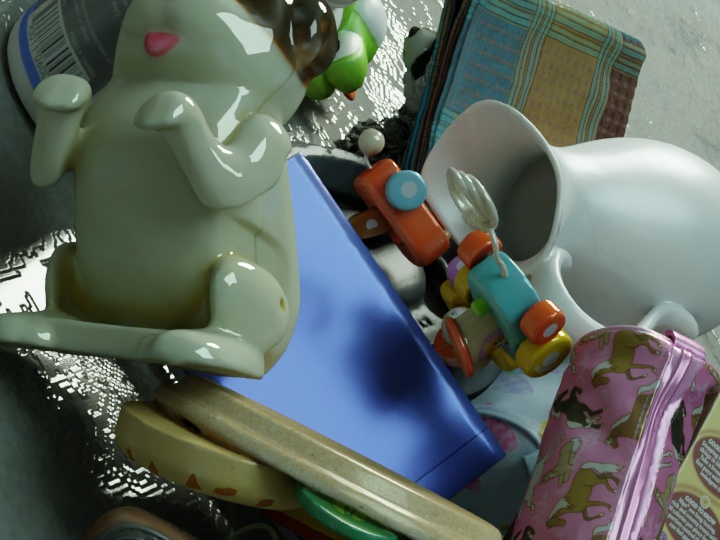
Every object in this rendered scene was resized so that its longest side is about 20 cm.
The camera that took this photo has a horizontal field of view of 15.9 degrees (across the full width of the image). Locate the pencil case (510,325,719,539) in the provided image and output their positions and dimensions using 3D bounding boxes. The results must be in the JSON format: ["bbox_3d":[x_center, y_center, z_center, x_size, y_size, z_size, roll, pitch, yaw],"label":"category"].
[{"bbox_3d":[0.120,0.122,1.296,0.083,0.086,0.200,62,39,-46],"label":"pencil case"}]

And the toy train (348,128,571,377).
[{"bbox_3d":[0.042,-0.001,1.392,0.150,0.056,0.200,55,-7,-11],"label":"toy train"}]

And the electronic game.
[{"bbox_3d":[0.000,0.000,1.483,0.200,0.042,0.200,24,36,-19],"label":"electronic game"}]

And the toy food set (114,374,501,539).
[{"bbox_3d":[-0.016,0.109,1.239,0.198,0.049,0.200,27,-3,10],"label":"toy food set"}]

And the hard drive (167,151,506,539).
[{"bbox_3d":[-0.026,0.052,1.372,0.132,0.025,0.200,-35,91,-30],"label":"hard drive"}]

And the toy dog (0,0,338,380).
[{"bbox_3d":[-0.073,-0.050,1.250,0.194,0.140,0.200,11,86,-49],"label":"toy dog"}]

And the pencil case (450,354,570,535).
[{"bbox_3d":[0.113,0.083,1.541,0.200,0.091,0.083,-39,129,-56],"label":"pencil case"}]

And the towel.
[{"bbox_3d":[0.103,-0.093,1.562,0.200,0.022,0.147,14,90,-51],"label":"towel"}]

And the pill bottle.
[{"bbox_3d":[-0.082,-0.142,1.367,0.114,0.200,0.114,38,33,-30],"label":"pill bottle"}]

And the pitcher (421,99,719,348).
[{"bbox_3d":[0.149,-0.005,1.488,0.200,0.121,0.172,15,40,-43],"label":"pitcher"}]

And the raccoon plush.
[{"bbox_3d":[0.082,-0.062,1.607,0.200,0.134,0.097,48,28,-15],"label":"raccoon plush"}]

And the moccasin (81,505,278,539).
[{"bbox_3d":[-0.054,0.169,1.221,0.201,0.074,0.078,34,21,-30],"label":"moccasin"}]

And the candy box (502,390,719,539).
[{"bbox_3d":[0.132,0.152,1.385,0.056,0.117,0.200,41,66,-26],"label":"candy box"}]

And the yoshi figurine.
[{"bbox_3d":[-0.022,-0.200,1.638,0.112,0.112,0.200,23,42,-21],"label":"yoshi figurine"}]
